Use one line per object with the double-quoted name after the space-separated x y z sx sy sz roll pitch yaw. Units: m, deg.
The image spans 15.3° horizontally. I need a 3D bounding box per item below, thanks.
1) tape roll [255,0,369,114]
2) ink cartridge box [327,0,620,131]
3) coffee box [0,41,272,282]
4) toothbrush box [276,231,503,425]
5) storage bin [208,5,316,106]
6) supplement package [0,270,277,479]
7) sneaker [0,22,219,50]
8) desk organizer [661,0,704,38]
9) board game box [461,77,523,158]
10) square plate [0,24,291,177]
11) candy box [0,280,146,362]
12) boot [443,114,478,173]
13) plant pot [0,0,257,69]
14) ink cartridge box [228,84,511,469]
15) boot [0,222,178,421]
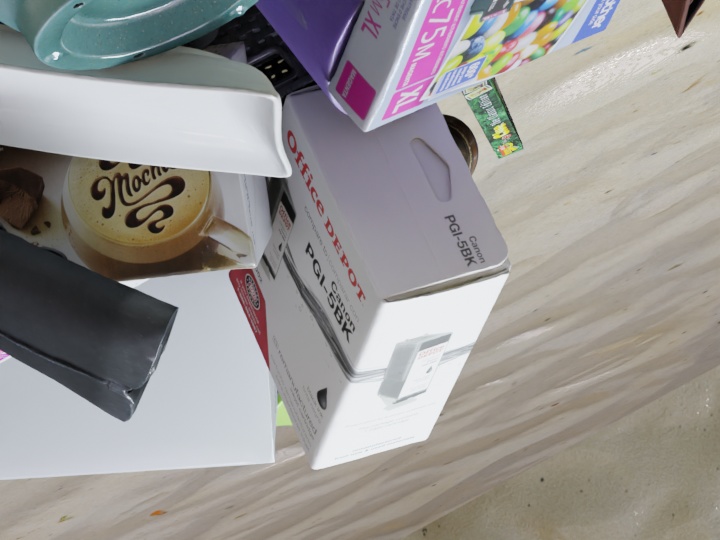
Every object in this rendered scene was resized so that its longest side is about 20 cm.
0.041 -0.178 1.410 0.200 0.085 0.200 -34 159 -14 "tape roll"
0.084 -0.149 1.368 0.200 0.042 0.119 -27 158 -31 "ink cartridge box"
-0.157 -0.053 1.466 0.199 0.113 0.080 -6 -165 7 "coffee box"
-0.029 -0.012 1.820 0.200 0.146 0.086 -44 161 17 "toothbrush box"
-0.052 -0.116 1.594 0.135 0.094 0.200 -26 167 12 "storage bin"
-0.156 0.040 1.713 0.199 0.156 0.111 -3 -165 0 "supplement package"
-0.151 -0.127 1.356 0.200 0.077 0.111 -21 140 -31 "sneaker"
0.218 -0.219 1.664 0.072 0.077 0.200 -22 167 -3 "desk organizer"
0.063 -0.140 1.665 0.023 0.105 0.200 -20 167 6 "board game box"
-0.133 -0.085 1.313 0.197 0.029 0.200 8 171 1 "square plate"
-0.236 -0.014 1.589 0.200 0.137 0.061 -29 168 24 "candy box"
-0.001 -0.009 1.698 0.200 0.075 0.097 -57 178 16 "boot"
-0.110 -0.172 1.181 0.200 0.135 0.200 -22 166 -6 "plant pot"
0.000 0.000 1.542 0.083 0.147 0.200 -14 153 -22 "ink cartridge box"
-0.187 -0.006 1.367 0.066 0.200 0.165 -60 -179 -19 "boot"
